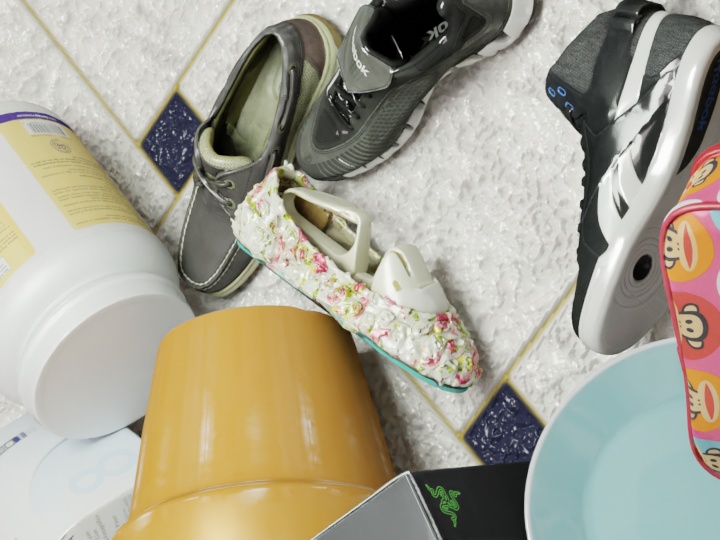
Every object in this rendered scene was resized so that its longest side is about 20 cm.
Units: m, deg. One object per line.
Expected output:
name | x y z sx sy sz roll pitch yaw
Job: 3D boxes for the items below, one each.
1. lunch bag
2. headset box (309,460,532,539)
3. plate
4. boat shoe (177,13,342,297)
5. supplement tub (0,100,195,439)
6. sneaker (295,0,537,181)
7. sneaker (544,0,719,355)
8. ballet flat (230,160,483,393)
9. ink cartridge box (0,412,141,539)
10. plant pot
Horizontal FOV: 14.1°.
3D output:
lunch bag | 0.256 0.030 1.534 0.175 0.082 0.201 5 127 23
headset box | 0.082 0.205 1.658 0.093 0.199 0.175 -37 67 33
plate | 0.192 0.134 1.633 0.199 0.026 0.201 -4 67 9
boat shoe | -0.079 -0.075 1.873 0.072 0.066 0.202 39 113 32
supplement tub | -0.208 0.000 1.917 0.200 0.145 0.146 50 119 35
sneaker | 0.014 -0.126 1.784 0.200 0.090 0.067 -40 65 32
sneaker | 0.147 -0.060 1.696 0.112 0.073 0.201 26 98 39
ballet flat | 0.000 0.000 1.797 0.200 0.075 0.064 35 115 24
ink cartridge box | -0.231 0.163 1.895 0.160 0.199 0.047 31 146 56
plant pot | -0.060 0.130 1.794 0.200 0.200 0.184 -25 59 36
